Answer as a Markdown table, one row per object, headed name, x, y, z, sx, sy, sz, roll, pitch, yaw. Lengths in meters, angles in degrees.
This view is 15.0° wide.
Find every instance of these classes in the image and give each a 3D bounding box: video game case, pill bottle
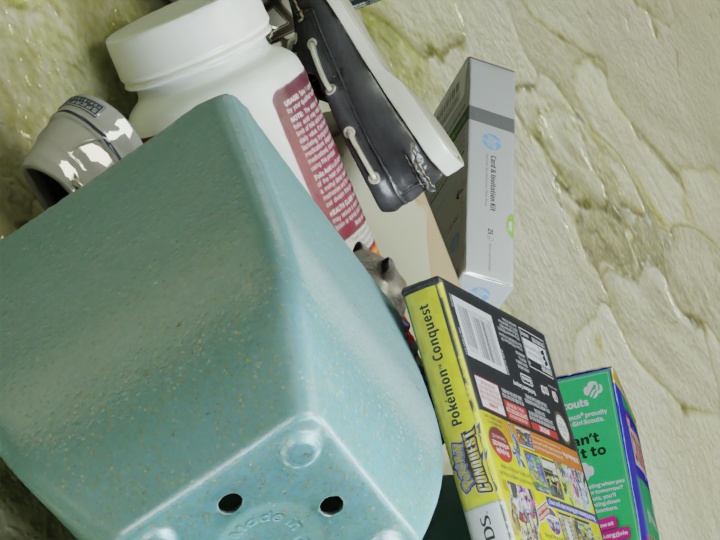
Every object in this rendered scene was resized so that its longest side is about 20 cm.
| name | x | y | z | sx | sy | sz | roll | pitch | yaw |
| --- | --- | --- | --- | --- | --- | --- | --- | --- | --- |
| video game case | 0.087 | 0.106 | 1.498 | 0.200 | 0.025 | 0.181 | 27 | 45 | -67 |
| pill bottle | -0.072 | -0.065 | 1.645 | 0.200 | 0.114 | 0.114 | 68 | 23 | -12 |

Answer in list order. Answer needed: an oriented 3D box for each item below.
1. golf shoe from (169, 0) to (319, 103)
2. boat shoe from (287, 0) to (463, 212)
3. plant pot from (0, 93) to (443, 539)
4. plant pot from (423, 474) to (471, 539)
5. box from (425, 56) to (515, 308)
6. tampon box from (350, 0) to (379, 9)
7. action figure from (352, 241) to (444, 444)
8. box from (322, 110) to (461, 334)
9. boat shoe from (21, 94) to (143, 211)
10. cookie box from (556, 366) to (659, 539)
| name | x | y | z | sx | sy | sz | roll | pitch | yaw |
| --- | --- | --- | --- | --- | --- | --- | --- | --- | --- |
| golf shoe | -0.072 | -0.155 | 1.759 | 0.200 | 0.078 | 0.095 | 32 | 46 | -56 |
| boat shoe | -0.012 | -0.122 | 1.684 | 0.200 | 0.060 | 0.074 | 55 | 7 | 21 |
| plant pot | -0.071 | 0.075 | 1.348 | 0.196 | 0.196 | 0.200 | 53 | 5 | -38 |
| plant pot | 0.046 | 0.247 | 1.598 | 0.201 | 0.200 | 0.161 | 65 | 32 | -18 |
| box | 0.059 | -0.023 | 1.883 | 0.041 | 0.156 | 0.200 | 17 | 47 | -13 |
| tampon box | -0.032 | -0.263 | 1.834 | 0.200 | 0.150 | 0.127 | 16 | 58 | -63 |
| action figure | -0.045 | 0.065 | 1.544 | 0.200 | 0.194 | 0.105 | 31 | 8 | -9 |
| box | 0.000 | 0.000 | 1.760 | 0.078 | 0.095 | 0.200 | -35 | 110 | -43 |
| boat shoe | -0.136 | -0.004 | 1.530 | 0.065 | 0.073 | 0.200 | -49 | 129 | -30 |
| cookie box | 0.182 | 0.191 | 2.045 | 0.171 | 0.075 | 0.200 | 54 | 25 | -70 |
